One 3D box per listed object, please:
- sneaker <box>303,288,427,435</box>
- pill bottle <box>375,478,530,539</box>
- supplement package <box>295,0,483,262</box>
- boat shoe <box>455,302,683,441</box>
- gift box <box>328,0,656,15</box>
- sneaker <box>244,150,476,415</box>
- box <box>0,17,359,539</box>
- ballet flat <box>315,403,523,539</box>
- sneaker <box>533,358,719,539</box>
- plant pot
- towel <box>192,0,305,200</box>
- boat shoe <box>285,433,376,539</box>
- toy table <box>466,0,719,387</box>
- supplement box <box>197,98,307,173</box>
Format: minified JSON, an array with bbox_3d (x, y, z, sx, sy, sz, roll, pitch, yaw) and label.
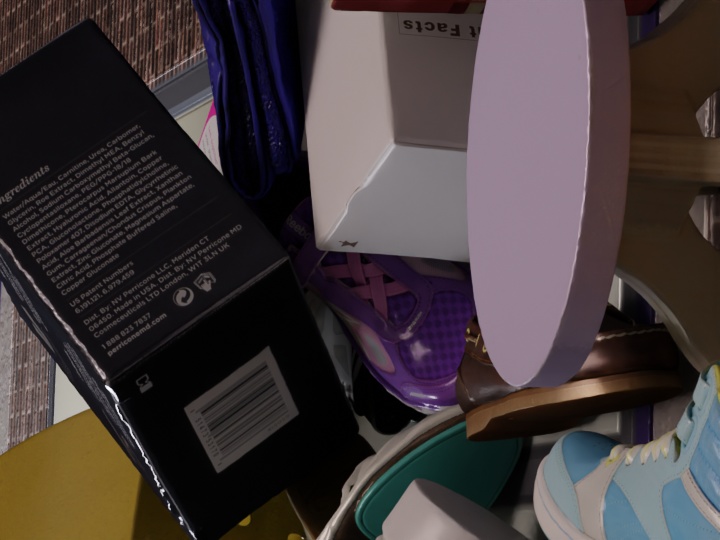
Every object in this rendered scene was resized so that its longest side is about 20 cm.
[{"bbox_3d":[-0.015,0.059,1.635,0.201,0.075,0.116,120,150,-45],"label":"sneaker"},{"bbox_3d":[0.011,0.209,1.412,0.200,0.114,0.114,-58,25,6],"label":"pill bottle"},{"bbox_3d":[0.042,-0.119,1.450,0.121,0.119,0.201,128,142,-58],"label":"supplement package"},{"bbox_3d":[0.091,0.038,1.356,0.200,0.070,0.071,159,109,-68],"label":"boat shoe"},{"bbox_3d":[0.080,-0.231,1.294,0.200,0.184,0.188,136,133,-69],"label":"gift box"},{"bbox_3d":[0.000,0.000,1.519,0.081,0.088,0.200,-50,52,7],"label":"sneaker"},{"bbox_3d":[-0.115,0.008,1.534,0.200,0.117,0.197,49,169,30],"label":"box"},{"bbox_3d":[0.003,0.137,1.484,0.200,0.069,0.069,-52,26,4],"label":"ballet flat"},{"bbox_3d":[0.144,0.078,1.200,0.200,0.079,0.131,36,122,56],"label":"sneaker"},{"bbox_3d":[-0.118,0.189,1.705,0.176,0.200,0.200,-44,27,36],"label":"plant pot"},{"bbox_3d":[-0.052,-0.149,1.532,0.200,0.049,0.148,-86,-10,-57],"label":"towel"},{"bbox_3d":[0.013,0.175,1.556,0.067,0.074,0.200,72,179,-47],"label":"boat shoe"},{"bbox_3d":[0.122,-0.049,1.225,0.184,0.117,0.201,-148,64,-67],"label":"toy table"},{"bbox_3d":[-0.050,-0.021,1.712,0.101,0.103,0.200,-105,26,-44],"label":"supplement box"}]
